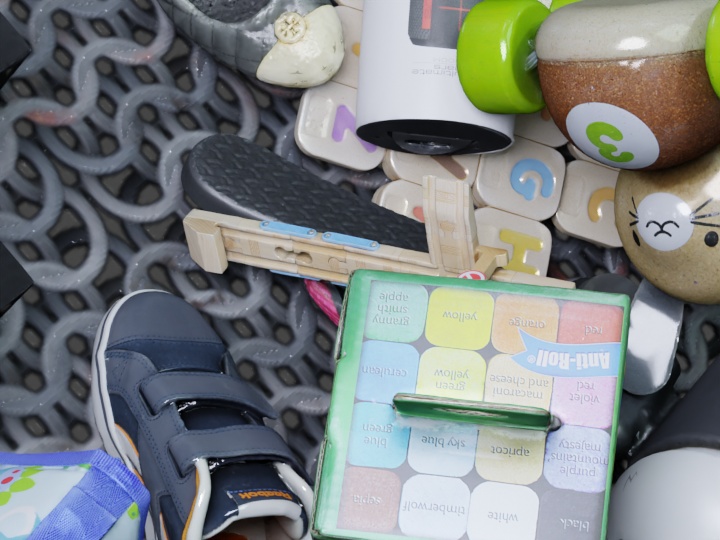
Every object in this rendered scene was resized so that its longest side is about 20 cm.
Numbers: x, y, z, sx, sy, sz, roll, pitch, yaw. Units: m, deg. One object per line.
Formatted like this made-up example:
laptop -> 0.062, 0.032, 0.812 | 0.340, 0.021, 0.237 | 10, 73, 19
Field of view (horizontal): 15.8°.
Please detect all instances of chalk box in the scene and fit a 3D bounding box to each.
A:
chalk box -> 0.049, 0.078, 1.112 | 0.124, 0.200, 0.124 | 7, 68, 5

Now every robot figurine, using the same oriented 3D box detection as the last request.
robot figurine -> 0.200, 0.109, 1.280 | 0.200, 0.150, 0.125 | -44, 128, -42

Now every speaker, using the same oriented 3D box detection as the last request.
speaker -> 0.042, -0.159, 1.279 | 0.081, 0.081, 0.201 | 10, 79, -28

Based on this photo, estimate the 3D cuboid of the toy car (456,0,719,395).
toy car -> 0.155, -0.036, 1.223 | 0.157, 0.164, 0.201 | -19, 107, -51

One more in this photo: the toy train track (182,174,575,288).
toy train track -> 0.002, 0.006, 1.188 | 0.199, 0.115, 0.033 | 12, 42, 26

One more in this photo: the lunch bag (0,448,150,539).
lunch bag -> -0.170, 0.161, 0.956 | 0.127, 0.200, 0.170 | 43, 50, -4

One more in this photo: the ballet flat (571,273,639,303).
ballet flat -> 0.075, 0.071, 1.272 | 0.066, 0.057, 0.200 | 43, 55, 13

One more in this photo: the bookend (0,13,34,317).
bookend -> -0.211, -0.039, 1.117 | 0.199, 0.092, 0.200 | 49, 48, -1

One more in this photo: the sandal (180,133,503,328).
sandal -> 0.000, 0.000, 1.261 | 0.199, 0.045, 0.075 | 29, 34, 7

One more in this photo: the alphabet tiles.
alphabet tiles -> 0.067, -0.092, 1.329 | 0.195, 0.015, 0.201 | 17, 77, -20

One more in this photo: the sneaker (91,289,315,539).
sneaker -> -0.063, 0.089, 1.149 | 0.078, 0.079, 0.201 | -1, 63, -32

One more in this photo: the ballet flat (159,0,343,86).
ballet flat -> -0.085, -0.166, 1.278 | 0.066, 0.057, 0.200 | -43, 84, -8
